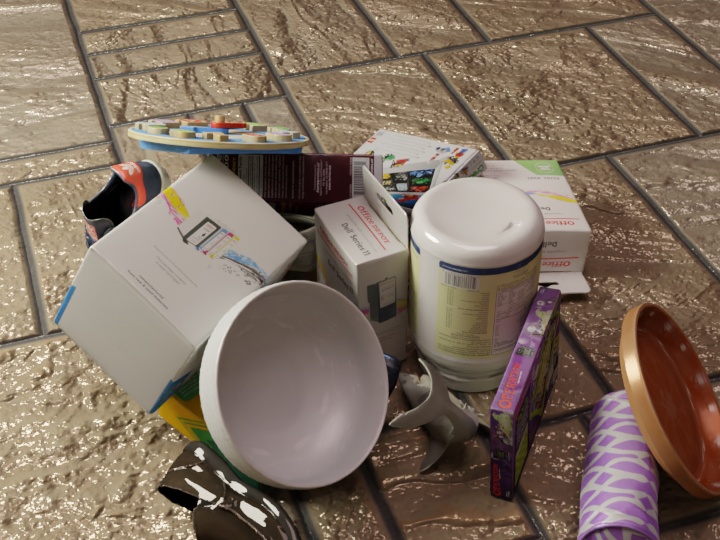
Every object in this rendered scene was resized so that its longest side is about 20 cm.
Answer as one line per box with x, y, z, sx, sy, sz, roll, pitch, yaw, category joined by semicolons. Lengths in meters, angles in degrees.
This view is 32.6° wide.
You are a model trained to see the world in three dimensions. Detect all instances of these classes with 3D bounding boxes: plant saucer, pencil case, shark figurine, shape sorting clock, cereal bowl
0.312;0.131;1.233;0.032;0.201;0.201;-26;27;30;plant saucer
0.261;0.208;1.203;0.085;0.084;0.201;37;40;-15;pencil case
0.080;0.162;1.245;0.128;0.214;0.090;38;87;2;shark figurine
-0.154;-0.150;1.347;0.197;0.040;0.200;1;8;0;shape sorting clock
-0.074;0.113;1.197;0.199;0.202;0.083;-34;13;-36;cereal bowl

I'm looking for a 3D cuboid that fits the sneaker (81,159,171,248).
-0.294;-0.038;1.418;0.075;0.202;0.084;32;17;27;sneaker

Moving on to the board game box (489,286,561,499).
0.172;0.124;1.276;0.032;0.121;0.201;13;39;16;board game box

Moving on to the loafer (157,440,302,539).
-0.123;0.243;1.175;0.071;0.074;0.199;-36;45;-25;loafer

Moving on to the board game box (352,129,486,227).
0.052;-0.121;1.586;0.126;0.035;0.199;-44;36;-21;board game box

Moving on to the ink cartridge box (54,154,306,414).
-0.184;0.011;1.276;0.144;0.147;0.200;42;47;3;ink cartridge box

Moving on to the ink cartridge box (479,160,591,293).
0.213;-0.056;1.530;0.116;0.068;0.201;-2;38;-10;ink cartridge box

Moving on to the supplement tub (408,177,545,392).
0.123;0.017;1.345;0.143;0.202;0.146;0;38;0;supplement tub

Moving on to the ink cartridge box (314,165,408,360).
0.000;0.000;1.368;0.067;0.202;0.117;-16;40;-20;ink cartridge box

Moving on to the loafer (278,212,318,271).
-0.138;-0.045;1.415;0.197;0.070;0.070;3;46;-2;loafer

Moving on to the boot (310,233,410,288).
0.029;-0.020;1.497;0.198;0.076;0.074;-20;40;-24;boot

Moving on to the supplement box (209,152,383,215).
-0.076;-0.100;1.441;0.197;0.062;0.109;1;-6;-4;supplement box

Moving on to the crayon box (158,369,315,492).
-0.128;0.139;1.313;0.199;0.052;0.125;32;48;33;crayon box

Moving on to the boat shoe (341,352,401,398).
-0.033;0.093;1.339;0.199;0.084;0.069;27;70;34;boat shoe

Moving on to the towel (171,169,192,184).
-0.174;-0.038;1.513;0.165;0.086;0.200;30;51;23;towel
